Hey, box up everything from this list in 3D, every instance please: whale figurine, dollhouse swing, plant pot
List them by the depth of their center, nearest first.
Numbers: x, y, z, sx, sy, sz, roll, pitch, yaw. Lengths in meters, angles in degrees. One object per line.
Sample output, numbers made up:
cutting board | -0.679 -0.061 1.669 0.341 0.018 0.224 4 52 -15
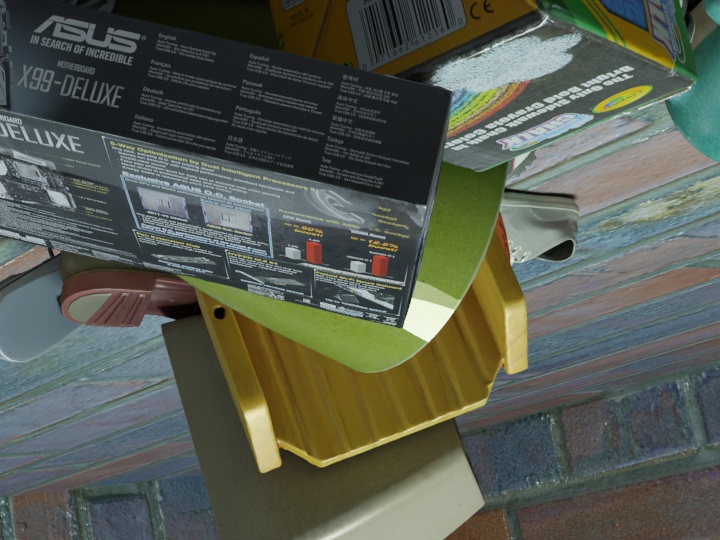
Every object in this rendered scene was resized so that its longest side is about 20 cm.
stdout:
plant pot | -0.057 -0.064 0.740 0.198 0.189 0.187 19 154 -28
whale figurine | 0.247 -0.123 0.862 0.157 0.105 0.200 -13 168 9
dollhouse swing | 0.000 0.000 0.912 0.198 0.183 0.176 -19 161 -10
plant pot | -0.016 0.127 1.065 0.175 0.202 0.200 -22 154 2

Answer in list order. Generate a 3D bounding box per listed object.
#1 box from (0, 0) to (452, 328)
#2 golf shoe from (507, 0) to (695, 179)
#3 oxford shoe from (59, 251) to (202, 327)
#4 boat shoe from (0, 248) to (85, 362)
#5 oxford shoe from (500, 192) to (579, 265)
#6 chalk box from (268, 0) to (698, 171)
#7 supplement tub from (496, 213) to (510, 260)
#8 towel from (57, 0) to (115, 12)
box | -0.069 -0.040 0.575 0.198 0.050 0.158 13 162 3
golf shoe | 0.089 -0.113 0.799 0.199 0.078 0.088 -35 155 10
oxford shoe | -0.122 -0.003 1.046 0.198 0.075 0.071 5 147 -30
boat shoe | -0.220 0.014 1.084 0.085 0.075 0.201 1 -156 42
oxford shoe | 0.123 -0.034 1.272 0.198 0.058 0.075 1 166 -38
chalk box | 0.062 -0.126 0.635 0.124 0.125 0.199 -19 167 30
supplement tub | 0.011 -0.006 1.137 0.198 0.124 0.122 -16 167 23
towel | -0.210 -0.071 0.694 0.149 0.031 0.199 -38 -171 -37
